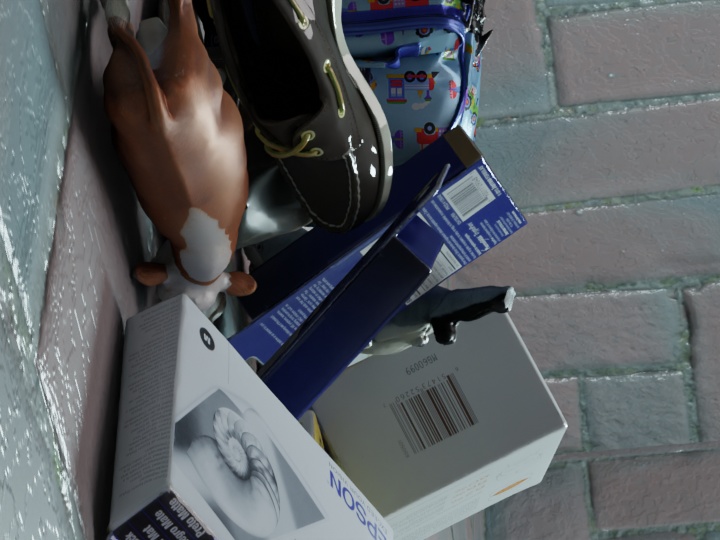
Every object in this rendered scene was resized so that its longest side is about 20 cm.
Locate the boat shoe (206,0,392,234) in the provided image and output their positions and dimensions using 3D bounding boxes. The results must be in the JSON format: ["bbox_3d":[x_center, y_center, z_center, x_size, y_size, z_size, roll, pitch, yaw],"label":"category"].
[{"bbox_3d":[-0.036,-0.096,1.463,0.061,0.072,0.201,-50,137,-40],"label":"boat shoe"}]

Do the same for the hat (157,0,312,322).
[{"bbox_3d":[-0.065,-0.068,1.577,0.201,0.081,0.201,-5,90,-86],"label":"hat"}]

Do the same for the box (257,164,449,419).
[{"bbox_3d":[-0.012,0.031,1.508,0.032,0.200,0.121,41,9,-1],"label":"box"}]

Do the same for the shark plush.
[{"bbox_3d":[0.002,0.012,1.776,0.091,0.200,0.084,-8,101,-41],"label":"shark plush"}]

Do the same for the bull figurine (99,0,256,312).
[{"bbox_3d":[-0.091,-0.066,1.391,0.200,0.065,0.122,87,-7,-61],"label":"bull figurine"}]

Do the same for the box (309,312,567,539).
[{"bbox_3d":[0.046,0.116,1.952,0.106,0.152,0.200,62,-9,12],"label":"box"}]

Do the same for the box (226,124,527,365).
[{"bbox_3d":[0.000,0.000,1.688,0.032,0.200,0.121,54,2,24],"label":"box"}]

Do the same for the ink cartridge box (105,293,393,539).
[{"bbox_3d":[-0.049,0.141,1.346,0.200,0.041,0.200,50,25,-32],"label":"ink cartridge box"}]

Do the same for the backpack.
[{"bbox_3d":[-0.011,-0.131,1.693,0.135,0.182,0.200,104,-14,-79],"label":"backpack"}]

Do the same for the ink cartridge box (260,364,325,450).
[{"bbox_3d":[-0.033,0.186,1.881,0.198,0.047,0.200,76,12,-53],"label":"ink cartridge box"}]
